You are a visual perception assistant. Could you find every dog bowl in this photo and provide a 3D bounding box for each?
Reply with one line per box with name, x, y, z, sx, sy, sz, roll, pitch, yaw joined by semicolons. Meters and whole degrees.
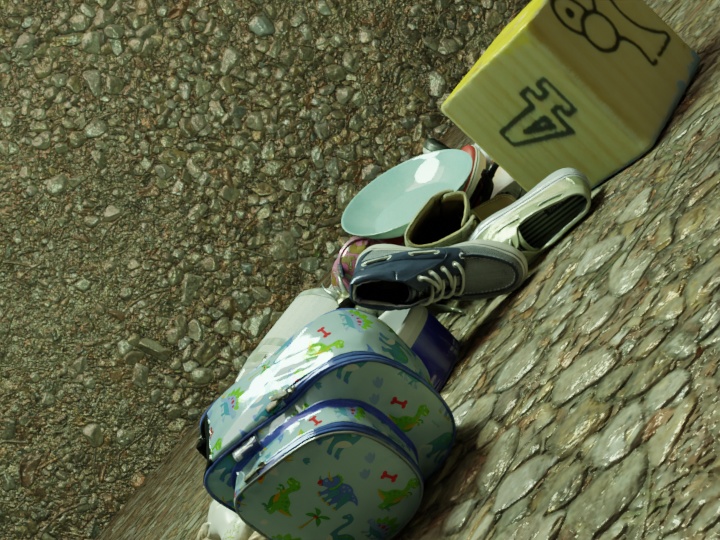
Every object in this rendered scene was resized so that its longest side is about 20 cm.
dog bowl;0.023;0.130;1.073;0.200;0.079;0.200;-47;6;6

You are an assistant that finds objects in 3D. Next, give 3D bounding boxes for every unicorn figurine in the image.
unicorn figurine;-0.162;0.320;1.184;0.138;0.073;0.200;-59;13;-6

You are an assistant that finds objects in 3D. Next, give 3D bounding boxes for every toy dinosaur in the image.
toy dinosaur;0.036;0.064;1.185;0.199;0.103;0.077;-2;46;42

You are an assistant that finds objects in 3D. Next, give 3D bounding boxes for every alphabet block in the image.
alphabet block;0.255;-0.227;1.111;0.196;0.200;0.196;-51;7;-35

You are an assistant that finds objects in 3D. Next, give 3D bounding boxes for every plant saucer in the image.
plant saucer;0.069;-0.095;1.247;0.199;0.039;0.202;-25;26;13

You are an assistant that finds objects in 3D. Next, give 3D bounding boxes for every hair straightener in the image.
hair straightener;0.175;-0.064;1.278;0.201;0.076;0.041;-62;-17;5

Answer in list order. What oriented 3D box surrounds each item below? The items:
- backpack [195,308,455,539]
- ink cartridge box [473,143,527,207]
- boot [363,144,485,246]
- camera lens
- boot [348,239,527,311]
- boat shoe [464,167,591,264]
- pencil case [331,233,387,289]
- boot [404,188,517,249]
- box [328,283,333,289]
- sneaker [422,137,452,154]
backpack;-0.019;0.153;0.802;0.200;0.183;0.147;-44;29;7
ink cartridge box;0.186;-0.142;1.365;0.199;0.050;0.163;-32;36;23
boot;0.085;-0.116;1.344;0.201;0.143;0.073;-58;22;12
camera lens;-0.068;0.137;1.284;0.200;0.160;0.160;-52;8;-36
boot;0.087;0.014;1.016;0.197;0.074;0.091;-2;23;11
boat shoe;0.184;-0.041;1.061;0.200;0.072;0.062;-45;12;22
pencil case;0.000;0.000;1.339;0.086;0.083;0.200;-39;0;-6
boot;0.135;-0.058;1.162;0.199;0.072;0.155;-36;-23;-14
box;-0.011;0.061;1.557;0.200;0.059;0.118;-56;-31;-54
sneaker;0.146;-0.131;1.512;0.116;0.200;0.076;-53;47;4
